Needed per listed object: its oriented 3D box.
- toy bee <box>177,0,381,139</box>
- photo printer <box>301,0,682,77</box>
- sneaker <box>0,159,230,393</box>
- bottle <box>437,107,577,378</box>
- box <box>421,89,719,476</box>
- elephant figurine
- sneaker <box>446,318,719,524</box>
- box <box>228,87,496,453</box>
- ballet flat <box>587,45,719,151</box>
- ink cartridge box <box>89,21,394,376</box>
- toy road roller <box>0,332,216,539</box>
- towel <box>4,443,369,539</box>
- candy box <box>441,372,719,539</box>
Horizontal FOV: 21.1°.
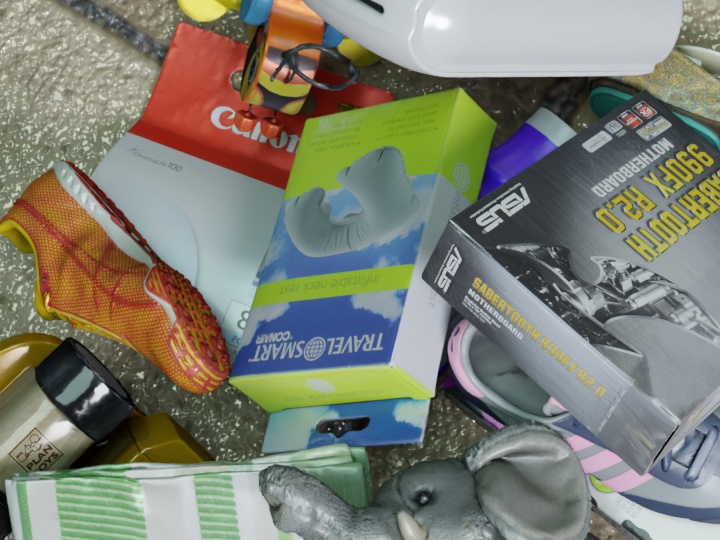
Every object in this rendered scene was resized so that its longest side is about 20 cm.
[{"bbox_3d":[-0.054,-0.142,1.172,0.130,0.201,0.109,28,128,0],"label":"toy bee"},{"bbox_3d":[0.058,-0.164,1.093,0.166,0.198,0.070,41,126,46],"label":"photo printer"},{"bbox_3d":[-0.142,0.017,1.121,0.077,0.073,0.200,-47,50,0],"label":"sneaker"},{"bbox_3d":[0.056,-0.008,1.140,0.200,0.065,0.083,-46,58,-1],"label":"bottle"},{"bbox_3d":[0.152,-0.001,1.035,0.158,0.049,0.199,42,45,17],"label":"box"},{"bbox_3d":[0.068,0.148,1.008,0.141,0.155,0.200,-40,76,4],"label":"elephant figurine"},{"bbox_3d":[0.133,0.080,1.033,0.198,0.082,0.071,21,84,16],"label":"sneaker"},{"bbox_3d":[0.000,0.000,1.089,0.121,0.048,0.202,-8,56,38],"label":"box"},{"bbox_3d":[0.228,-0.083,1.127,0.199,0.071,0.071,30,85,17],"label":"ballet flat"},{"bbox_3d":[-0.087,-0.046,1.192,0.159,0.047,0.202,20,83,15],"label":"ink cartridge box"},{"bbox_3d":[-0.159,0.123,1.147,0.123,0.146,0.200,-44,110,-1],"label":"toy road roller"},{"bbox_3d":[-0.089,0.174,1.060,0.198,0.023,0.154,-4,103,3],"label":"towel"},{"bbox_3d":[0.164,0.076,1.102,0.199,0.061,0.137,36,86,17],"label":"candy box"}]
